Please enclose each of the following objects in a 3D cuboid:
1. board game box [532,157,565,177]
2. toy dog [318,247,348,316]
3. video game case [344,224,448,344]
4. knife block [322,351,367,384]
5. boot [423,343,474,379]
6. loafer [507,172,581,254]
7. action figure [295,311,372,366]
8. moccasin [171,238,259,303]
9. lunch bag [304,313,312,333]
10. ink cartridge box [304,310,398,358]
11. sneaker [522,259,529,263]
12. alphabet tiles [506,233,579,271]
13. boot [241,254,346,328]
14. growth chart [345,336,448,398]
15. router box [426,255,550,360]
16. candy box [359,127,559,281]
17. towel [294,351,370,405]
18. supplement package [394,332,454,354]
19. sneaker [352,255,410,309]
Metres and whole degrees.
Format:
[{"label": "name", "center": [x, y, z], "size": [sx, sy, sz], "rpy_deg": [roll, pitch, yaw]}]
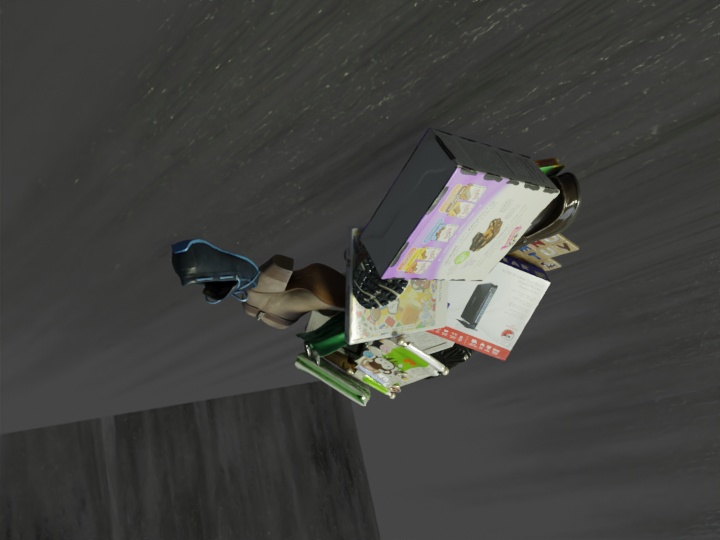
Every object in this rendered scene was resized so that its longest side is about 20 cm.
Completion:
[{"label": "board game box", "center": [0.218, -0.116, 0.857], "size": [0.093, 0.031, 0.200], "rpy_deg": [-11, 168, -16]}, {"label": "toy dog", "center": [0.000, 0.000, 1.009], "size": [0.197, 0.098, 0.132], "rpy_deg": [-32, 158, 10]}, {"label": "video game case", "center": [0.064, 0.015, 0.920], "size": [0.196, 0.187, 0.023], "rpy_deg": [-6, -165, -30]}, {"label": "knife block", "center": [-0.016, 0.125, 1.187], "size": [0.175, 0.197, 0.065], "rpy_deg": [-41, 156, -54]}, {"label": "boot", "center": [0.201, 0.155, 1.259], "size": [0.209, 0.080, 0.158], "rpy_deg": [-28, -170, 41]}, {"label": "loafer", "center": [0.238, -0.074, 0.830], "size": [0.070, 0.075, 0.200], "rpy_deg": [-2, 157, -27]}, {"label": "action figure", "center": [-0.003, 0.094, 0.968], "size": [0.197, 0.056, 0.118], "rpy_deg": [-25, -155, -20]}, {"label": "moccasin", "center": [-0.212, 0.013, 0.822], "size": [0.079, 0.070, 0.199], "rpy_deg": [-15, 165, 19]}, {"label": "lunch bag", "center": [-0.029, 0.124, 1.354], "size": [0.195, 0.084, 0.176], "rpy_deg": [-16, -169, 7]}, {"label": "ink cartridge box", "center": [0.004, 0.110, 1.094], "size": [0.116, 0.196, 0.068], "rpy_deg": [-61, 174, -58]}, {"label": "sneaker", "center": [0.309, -0.064, 1.010], "size": [0.096, 0.072, 0.200], "rpy_deg": [21, 157, -14]}, {"label": "alphabet tiles", "center": [0.272, -0.037, 0.993], "size": [0.165, 0.008, 0.199], "rpy_deg": [28, 157, -22]}, {"label": "boot", "center": [-0.105, 0.052, 0.964], "size": [0.197, 0.071, 0.147], "rpy_deg": [27, 134, -10]}, {"label": "growth chart", "center": [0.058, 0.174, 1.008], "size": [0.143, 0.018, 0.199], "rpy_deg": [29, 143, -21]}, {"label": "router box", "center": [0.212, 0.050, 1.030], "size": [0.195, 0.049, 0.183], "rpy_deg": [20, 117, -6]}, {"label": "candy box", "center": [0.123, -0.070, 0.704], "size": [0.196, 0.072, 0.169], "rpy_deg": [2, 135, -39]}, {"label": "towel", "center": [-0.049, 0.194, 1.038], "size": [0.150, 0.024, 0.200], "rpy_deg": [30, 174, 2]}, {"label": "supplement package", "center": [0.147, 0.083, 1.211], "size": [0.154, 0.112, 0.200], "rpy_deg": [-26, -170, 40]}, {"label": "sneaker", "center": [0.068, -0.022, 0.847], "size": [0.201, 0.078, 0.086], "rpy_deg": [-50, 165, 14]}]
